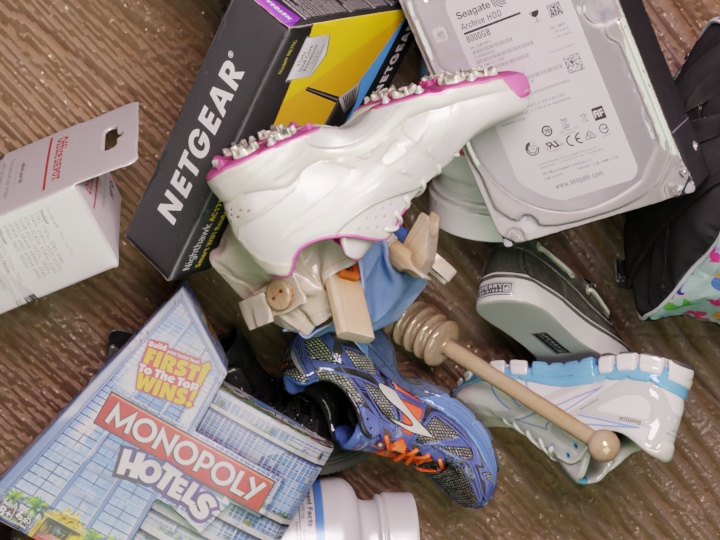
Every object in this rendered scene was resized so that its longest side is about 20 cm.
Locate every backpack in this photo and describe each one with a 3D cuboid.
[{"bbox_3d":[0.256,-0.065,1.107,0.150,0.178,0.200,4,153,-3],"label":"backpack"}]

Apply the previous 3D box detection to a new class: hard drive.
[{"bbox_3d":[0.112,-0.124,1.027,0.139,0.038,0.200,-16,102,35],"label":"hard drive"}]

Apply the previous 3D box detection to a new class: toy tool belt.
[{"bbox_3d":[0.000,0.000,1.111,0.123,0.200,0.125,43,111,19],"label":"toy tool belt"}]

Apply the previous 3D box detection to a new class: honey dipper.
[{"bbox_3d":[0.099,0.080,1.193,0.038,0.200,0.038,-35,143,-32],"label":"honey dipper"}]

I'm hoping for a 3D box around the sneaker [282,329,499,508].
[{"bbox_3d":[0.017,0.111,1.230,0.200,0.078,0.075,41,146,-9],"label":"sneaker"}]

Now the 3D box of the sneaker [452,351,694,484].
[{"bbox_3d":[0.144,0.111,1.216,0.200,0.087,0.075,-9,156,43],"label":"sneaker"}]

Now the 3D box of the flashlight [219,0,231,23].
[{"bbox_3d":[-0.064,-0.228,1.083,0.068,0.068,0.200,14,117,15],"label":"flashlight"}]

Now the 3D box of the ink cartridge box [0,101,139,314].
[{"bbox_3d":[-0.226,-0.031,1.127,0.200,0.116,0.068,-22,117,4],"label":"ink cartridge box"}]

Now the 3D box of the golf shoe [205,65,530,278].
[{"bbox_3d":[0.012,-0.060,1.006,0.200,0.075,0.092,-20,98,-1],"label":"golf shoe"}]

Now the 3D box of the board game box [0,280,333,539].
[{"bbox_3d":[-0.126,0.120,1.168,0.200,0.062,0.200,29,92,-6],"label":"board game box"}]

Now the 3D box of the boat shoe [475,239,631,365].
[{"bbox_3d":[0.152,0.032,1.222,0.071,0.064,0.200,-4,153,32],"label":"boat shoe"}]

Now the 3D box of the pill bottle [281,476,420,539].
[{"bbox_3d":[-0.059,0.212,1.270,0.199,0.112,0.113,0,116,-7],"label":"pill bottle"}]

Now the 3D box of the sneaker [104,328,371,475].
[{"bbox_3d":[-0.086,0.092,1.237,0.199,0.060,0.104,1,119,-5],"label":"sneaker"}]

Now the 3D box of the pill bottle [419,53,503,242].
[{"bbox_3d":[0.093,-0.126,1.127,0.108,0.109,0.200,0,116,-8],"label":"pill bottle"}]

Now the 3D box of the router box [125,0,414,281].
[{"bbox_3d":[-0.054,-0.096,1.088,0.051,0.149,0.200,42,124,21],"label":"router box"}]

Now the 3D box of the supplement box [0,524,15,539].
[{"bbox_3d":[-0.365,0.226,1.238,0.200,0.110,0.086,19,113,-15],"label":"supplement box"}]
